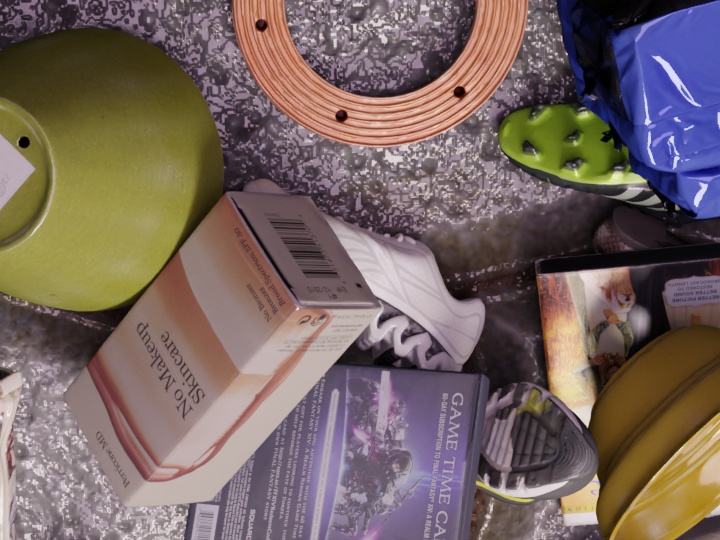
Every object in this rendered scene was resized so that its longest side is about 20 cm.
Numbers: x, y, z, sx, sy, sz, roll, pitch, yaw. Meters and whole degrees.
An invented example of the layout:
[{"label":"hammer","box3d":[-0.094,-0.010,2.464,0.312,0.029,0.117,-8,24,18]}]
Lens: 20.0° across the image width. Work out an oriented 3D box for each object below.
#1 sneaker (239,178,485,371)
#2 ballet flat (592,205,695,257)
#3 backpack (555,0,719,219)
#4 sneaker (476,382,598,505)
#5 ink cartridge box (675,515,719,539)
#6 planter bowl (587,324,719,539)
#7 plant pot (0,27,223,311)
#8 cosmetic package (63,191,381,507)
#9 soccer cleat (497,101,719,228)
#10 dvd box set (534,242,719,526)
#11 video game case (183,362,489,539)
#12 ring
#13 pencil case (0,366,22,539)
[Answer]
[{"label":"sneaker","box3d":[0.000,0.000,1.394,0.200,0.075,0.081,41,71,-11]},{"label":"ballet flat","box3d":[0.250,0.018,1.439,0.199,0.067,0.046,26,124,-12]},{"label":"backpack","box3d":[0.208,-0.135,1.291,0.162,0.200,0.168,-12,114,-8]},{"label":"sneaker","box3d":[0.112,0.121,1.374,0.084,0.200,0.075,24,81,-24]},{"label":"ink cartridge box","box3d":[0.237,0.294,1.474,0.146,0.086,0.201,-21,102,-4]},{"label":"planter bowl","box3d":[0.211,0.096,1.340,0.200,0.200,0.084,-42,67,1]},{"label":"plant pot","box3d":[-0.199,-0.060,1.250,0.186,0.200,0.188,1,94,11]},{"label":"cosmetic package","box3d":[-0.092,0.052,1.318,0.087,0.104,0.200,1,136,-50]},{"label":"soccer cleat","box3d":[0.191,-0.065,1.401,0.199,0.081,0.068,11,61,9]},{"label":"dvd box set","box3d":[0.202,0.082,1.421,0.146,0.029,0.201,-4,113,7]},{"label":"video game case","box3d":[-0.018,0.133,1.359,0.199,0.019,0.143,3,76,22]},{"label":"ring","box3d":[0.013,-0.182,1.370,0.199,0.019,0.201,-1,106,-4]},{"label":"pencil case","box3d":[-0.265,0.162,1.372,0.089,0.078,0.201,6,101,17]}]
